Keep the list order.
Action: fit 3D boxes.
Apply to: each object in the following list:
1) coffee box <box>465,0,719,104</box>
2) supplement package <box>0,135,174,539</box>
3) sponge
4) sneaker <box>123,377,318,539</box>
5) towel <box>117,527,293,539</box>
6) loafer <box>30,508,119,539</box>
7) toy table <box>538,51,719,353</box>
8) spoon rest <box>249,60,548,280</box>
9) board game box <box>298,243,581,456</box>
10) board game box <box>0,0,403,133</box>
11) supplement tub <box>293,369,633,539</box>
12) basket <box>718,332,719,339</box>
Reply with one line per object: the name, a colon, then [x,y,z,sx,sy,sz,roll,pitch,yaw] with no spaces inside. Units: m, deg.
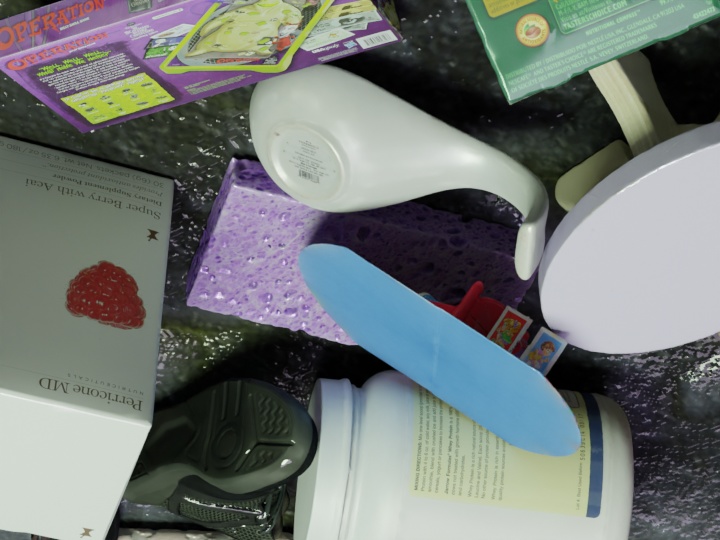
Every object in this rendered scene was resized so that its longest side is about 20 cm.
coffee box: [0.091,-0.198,1.150,0.123,0.044,0.200,-23,103,10]
supplement package: [-0.185,0.040,1.350,0.121,0.200,0.120,14,134,-14]
sponge: [0.000,0.000,1.428,0.200,0.030,0.112,14,133,-13]
sneaker: [-0.068,0.126,1.501,0.114,0.076,0.199,23,154,-31]
towel: [-0.095,0.252,1.680,0.200,0.032,0.191,1,135,-2]
loafer: [-0.205,0.125,1.531,0.063,0.072,0.200,2,137,8]
toy table: [0.185,-0.053,1.312,0.200,0.117,0.184,-24,130,22]
spoon rest: [0.023,-0.059,1.319,0.200,0.061,0.099,24,134,22]
board game box: [0.056,0.035,1.369,0.200,0.039,0.158,33,163,12]
board game box: [-0.089,-0.131,1.266,0.200,0.032,0.120,-15,164,14]
supplement tub: [0.064,0.141,1.487,0.200,0.145,0.145,7,135,-6]
basket: [0.278,0.087,1.386,0.143,0.200,0.149,9,135,-19]
